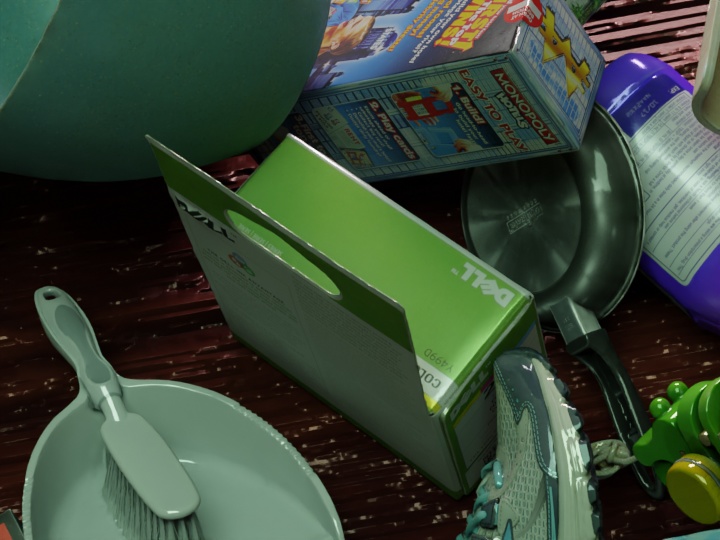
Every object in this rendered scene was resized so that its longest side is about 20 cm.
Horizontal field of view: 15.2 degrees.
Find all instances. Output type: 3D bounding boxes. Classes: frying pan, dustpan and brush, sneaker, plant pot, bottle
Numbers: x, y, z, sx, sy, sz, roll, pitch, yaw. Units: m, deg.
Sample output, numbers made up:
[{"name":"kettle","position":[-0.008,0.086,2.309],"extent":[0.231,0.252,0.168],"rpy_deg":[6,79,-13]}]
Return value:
[{"name":"frying pan","position":[0.087,0.010,1.252],"extent":[0.115,0.031,0.191],"rpy_deg":[1,94,49]},{"name":"dustpan and brush","position":[-0.108,0.079,1.244],"extent":[0.139,0.057,0.200],"rpy_deg":[-19,39,-19]},{"name":"sneaker","position":[0.063,0.134,1.151],"extent":[0.086,0.078,0.201],"rpy_deg":[-5,84,2]},{"name":"plant pot","position":[-0.092,-0.123,1.224],"extent":[0.134,0.200,0.201],"rpy_deg":[21,63,-21]},{"name":"bottle","position":[0.174,-0.014,1.244],"extent":[0.084,0.065,0.200],"rpy_deg":[-47,65,1]}]

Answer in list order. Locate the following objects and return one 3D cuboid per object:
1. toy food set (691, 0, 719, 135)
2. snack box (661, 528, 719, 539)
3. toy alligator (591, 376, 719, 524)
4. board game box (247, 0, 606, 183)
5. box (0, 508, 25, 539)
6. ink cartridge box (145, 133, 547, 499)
[{"name":"toy food set","position":[0.250,-0.111,1.244],"extent":[0.199,0.060,0.144],"rpy_deg":[20,65,-18]},{"name":"snack box","position":[0.204,0.154,1.108],"extent":[0.199,0.037,0.117],"rpy_deg":[-16,79,32]},{"name":"toy alligator","position":[0.149,0.068,1.141],"extent":[0.059,0.054,0.200],"rpy_deg":[-38,22,-28]},{"name":"board game box","position":[0.060,-0.117,1.258],"extent":[0.200,0.062,0.200],"rpy_deg":[-48,28,-18]},{"name":"box","position":[-0.170,0.224,1.196],"extent":[0.136,0.038,0.200],"rpy_deg":[-30,61,-3]},{"name":"ink cartridge box","position":[0.000,0.000,1.192],"extent":[0.148,0.200,0.076],"rpy_deg":[34,73,23]}]
